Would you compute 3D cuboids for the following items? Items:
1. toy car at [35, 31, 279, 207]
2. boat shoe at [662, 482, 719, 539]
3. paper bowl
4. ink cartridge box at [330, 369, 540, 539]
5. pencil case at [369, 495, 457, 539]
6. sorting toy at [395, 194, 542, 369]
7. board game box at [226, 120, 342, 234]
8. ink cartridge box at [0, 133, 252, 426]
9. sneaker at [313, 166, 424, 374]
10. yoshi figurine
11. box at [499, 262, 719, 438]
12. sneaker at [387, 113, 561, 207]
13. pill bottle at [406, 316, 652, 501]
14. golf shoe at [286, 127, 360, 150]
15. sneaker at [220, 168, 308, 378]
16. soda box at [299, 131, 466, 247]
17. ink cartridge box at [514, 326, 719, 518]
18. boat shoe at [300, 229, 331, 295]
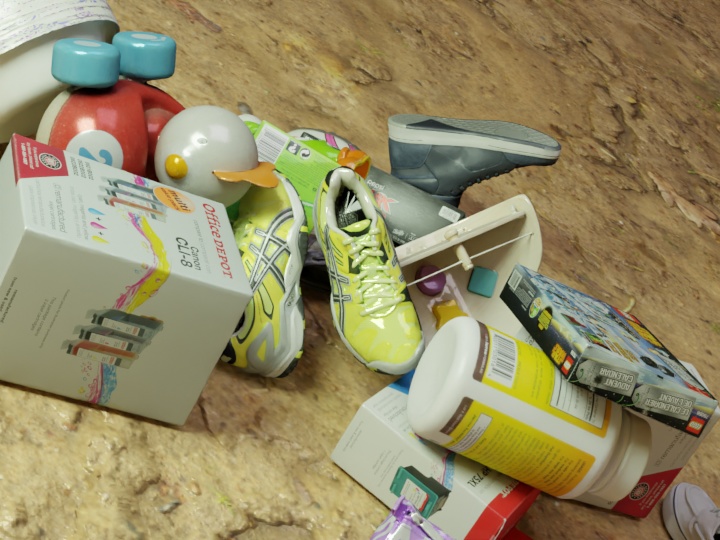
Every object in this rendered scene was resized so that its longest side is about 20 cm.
[{"bbox_3d":[-0.170,-0.104,1.458,0.198,0.186,0.177,15,18,25],"label":"toy car"},{"bbox_3d":[0.353,0.266,1.569,0.073,0.066,0.201,18,28,-24],"label":"boat shoe"},{"bbox_3d":[-0.319,-0.194,1.526,0.200,0.200,0.105,-21,81,-59],"label":"paper bowl"},{"bbox_3d":[0.086,0.185,1.421,0.199,0.068,0.116,38,26,13],"label":"ink cartridge box"},{"bbox_3d":[0.092,0.255,1.281,0.199,0.086,0.084,31,27,-2],"label":"pencil case"},{"bbox_3d":[0.099,0.048,1.598,0.199,0.107,0.182,-22,89,-32],"label":"sorting toy"},{"bbox_3d":[-0.101,-0.038,1.547,0.095,0.030,0.201,30,67,-2],"label":"board game box"},{"bbox_3d":[-0.212,0.010,1.324,0.198,0.145,0.146,18,27,-27],"label":"ink cartridge box"},{"bbox_3d":[0.000,0.000,1.453,0.075,0.077,0.201,-21,67,-6],"label":"sneaker"},{"bbox_3d":[-0.097,-0.103,1.655,0.198,0.113,0.112,21,-4,16],"label":"yoshi figurine"},{"bbox_3d":[0.212,0.067,1.413,0.136,0.040,0.200,23,13,-18],"label":"box"},{"bbox_3d":[0.128,-0.098,1.871,0.200,0.148,0.077,6,19,11],"label":"sneaker"},{"bbox_3d":[0.147,0.125,1.389,0.199,0.110,0.110,25,25,-15],"label":"pill bottle"},{"bbox_3d":[-0.017,-0.090,1.804,0.199,0.073,0.092,37,27,12],"label":"golf shoe"},{"bbox_3d":[-0.095,-0.005,1.476,0.076,0.075,0.202,9,66,-31],"label":"sneaker"},{"bbox_3d":[0.014,-0.071,1.725,0.199,0.064,0.071,28,-6,11],"label":"soda box"},{"bbox_3d":[0.219,0.142,1.554,0.198,0.146,0.084,17,29,-27],"label":"ink cartridge box"},{"bbox_3d":[0.005,0.012,1.659,0.199,0.072,0.067,21,49,-24],"label":"boat shoe"}]
